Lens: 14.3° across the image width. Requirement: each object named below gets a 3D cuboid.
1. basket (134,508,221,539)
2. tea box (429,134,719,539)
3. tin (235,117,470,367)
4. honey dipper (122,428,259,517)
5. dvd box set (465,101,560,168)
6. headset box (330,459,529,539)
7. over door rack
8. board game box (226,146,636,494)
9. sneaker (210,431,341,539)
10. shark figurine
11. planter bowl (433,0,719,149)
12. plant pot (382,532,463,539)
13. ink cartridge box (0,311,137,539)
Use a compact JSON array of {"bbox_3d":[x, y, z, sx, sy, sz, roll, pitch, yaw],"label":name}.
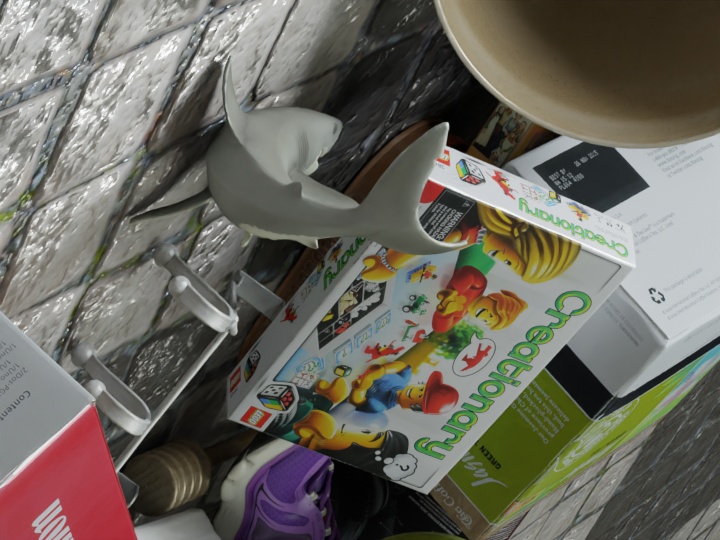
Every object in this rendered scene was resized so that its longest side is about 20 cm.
[{"bbox_3d":[-0.148,0.227,1.589,0.136,0.123,0.200,-36,169,22],"label":"basket"},{"bbox_3d":[0.126,0.019,1.602,0.200,0.134,0.197,-27,163,-48],"label":"tea box"},{"bbox_3d":[0.000,0.000,1.680,0.200,0.042,0.112,-55,157,19],"label":"tin"},{"bbox_3d":[-0.079,0.109,1.717,0.038,0.038,0.200,-56,164,21],"label":"honey dipper"},{"bbox_3d":[0.075,-0.025,1.695,0.200,0.029,0.146,-57,160,22],"label":"dvd box set"},{"bbox_3d":[0.008,0.158,1.837,0.200,0.149,0.077,-56,160,17],"label":"headset box"},{"bbox_3d":[-0.118,0.060,1.488,0.148,0.067,0.200,-51,176,5],"label":"over door rack"},{"bbox_3d":[0.033,0.027,1.472,0.200,0.126,0.035,-51,-152,36],"label":"board game box"},{"bbox_3d":[-0.036,0.138,1.678,0.081,0.083,0.200,-49,169,-40],"label":"sneaker"},{"bbox_3d":[-0.040,-0.058,1.361,0.128,0.214,0.090,-12,107,-16],"label":"shark figurine"},{"bbox_3d":[0.141,-0.179,1.438,0.200,0.200,0.135,-60,-174,31],"label":"planter bowl"},{"bbox_3d":[0.050,0.259,1.680,0.200,0.200,0.193,-44,138,-17],"label":"plant pot"},{"bbox_3d":[-0.161,0.092,1.248,0.084,0.176,0.200,-44,162,-16],"label":"ink cartridge box"}]
